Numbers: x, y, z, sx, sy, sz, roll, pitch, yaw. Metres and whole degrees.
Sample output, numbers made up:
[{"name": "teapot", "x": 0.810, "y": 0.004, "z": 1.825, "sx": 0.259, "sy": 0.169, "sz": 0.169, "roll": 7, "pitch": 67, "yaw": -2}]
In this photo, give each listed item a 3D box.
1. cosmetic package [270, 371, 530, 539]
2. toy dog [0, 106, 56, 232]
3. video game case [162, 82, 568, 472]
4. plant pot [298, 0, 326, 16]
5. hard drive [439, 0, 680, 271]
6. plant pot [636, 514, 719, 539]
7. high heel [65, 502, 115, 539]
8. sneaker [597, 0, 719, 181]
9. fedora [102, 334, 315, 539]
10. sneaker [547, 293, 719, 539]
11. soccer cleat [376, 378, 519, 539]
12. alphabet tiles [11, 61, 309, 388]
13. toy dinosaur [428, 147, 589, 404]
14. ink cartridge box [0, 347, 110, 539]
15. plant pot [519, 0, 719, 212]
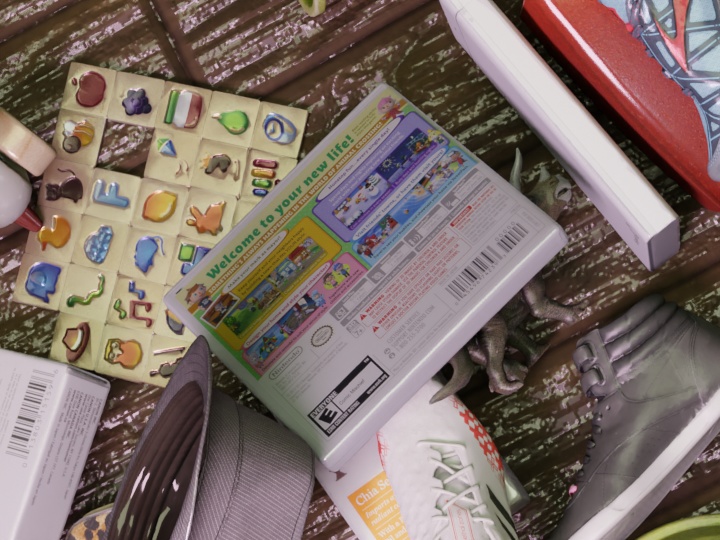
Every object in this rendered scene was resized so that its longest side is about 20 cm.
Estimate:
[{"name": "cosmetic package", "x": 0.008, "y": 0.091, "z": 1.565, "sx": 0.101, "sy": 0.071, "sz": 0.200, "roll": -37, "pitch": 78, "yaw": 3}, {"name": "toy dog", "x": -0.272, "y": -0.081, "z": 1.633, "sx": 0.132, "sy": 0.096, "sz": 0.200, "roll": -33, "pitch": 60, "yaw": 4}, {"name": "video game case", "x": 0.000, "y": 0.000, "z": 1.516, "sx": 0.200, "sy": 0.022, "sz": 0.182, "roll": -45, "pitch": 52, "yaw": -4}, {"name": "plant pot", "x": 0.024, "y": -0.284, "z": 1.566, "sx": 0.184, "sy": 0.200, "sz": 0.200, "roll": -19, "pitch": 80, "yaw": -5}, {"name": "hard drive", "x": 0.125, "y": -0.091, "z": 1.540, "sx": 0.027, "sy": 0.132, "sz": 0.200, "roll": -40, "pitch": 79, "yaw": 1}, {"name": "plant pot", "x": 0.218, "y": 0.243, "z": 1.438, "sx": 0.200, "sy": 0.184, "sz": 0.201, "roll": 0, "pitch": 85, "yaw": 4}, {"name": "high heel", "x": -0.153, "y": 0.227, "z": 1.567, "sx": 0.200, "sy": 0.071, "sz": 0.143, "roll": -27, "pitch": 72, "yaw": 21}, {"name": "sneaker", "x": 0.182, "y": -0.145, "z": 1.390, "sx": 0.095, "sy": 0.079, "sz": 0.200, "roll": -6, "pitch": 92, "yaw": 8}, {"name": "fedora", "x": -0.085, "y": 0.145, "z": 1.454, "sx": 0.090, "sy": 0.177, "sz": 0.200, "roll": 19, "pitch": 116, "yaw": -16}, {"name": "sneaker", "x": 0.155, "y": 0.100, "z": 1.546, "sx": 0.099, "sy": 0.071, "sz": 0.200, "roll": 41, "pitch": 86, "yaw": 16}, {"name": "soccer cleat", "x": 0.060, "y": 0.152, "z": 1.470, "sx": 0.069, "sy": 0.085, "sz": 0.200, "roll": -21, "pitch": 81, "yaw": 5}, {"name": "alphabet tiles", "x": -0.136, "y": -0.026, "z": 1.636, "sx": 0.167, "sy": 0.008, "sz": 0.200, "roll": 12, "pitch": 85, "yaw": 10}, {"name": "toy dinosaur", "x": 0.074, "y": 0.023, "z": 1.542, "sx": 0.102, "sy": 0.077, "sz": 0.200, "roll": 43, "pitch": 53, "yaw": 2}, {"name": "ink cartridge box", "x": -0.261, "y": 0.147, "z": 1.598, "sx": 0.174, "sy": 0.044, "sz": 0.200, "roll": 10, "pitch": 79, "yaw": 44}, {"name": "plant pot", "x": 0.229, "y": -0.144, "z": 1.511, "sx": 0.200, "sy": 0.200, "sz": 0.176, "roll": -33, "pitch": 91, "yaw": 4}]
